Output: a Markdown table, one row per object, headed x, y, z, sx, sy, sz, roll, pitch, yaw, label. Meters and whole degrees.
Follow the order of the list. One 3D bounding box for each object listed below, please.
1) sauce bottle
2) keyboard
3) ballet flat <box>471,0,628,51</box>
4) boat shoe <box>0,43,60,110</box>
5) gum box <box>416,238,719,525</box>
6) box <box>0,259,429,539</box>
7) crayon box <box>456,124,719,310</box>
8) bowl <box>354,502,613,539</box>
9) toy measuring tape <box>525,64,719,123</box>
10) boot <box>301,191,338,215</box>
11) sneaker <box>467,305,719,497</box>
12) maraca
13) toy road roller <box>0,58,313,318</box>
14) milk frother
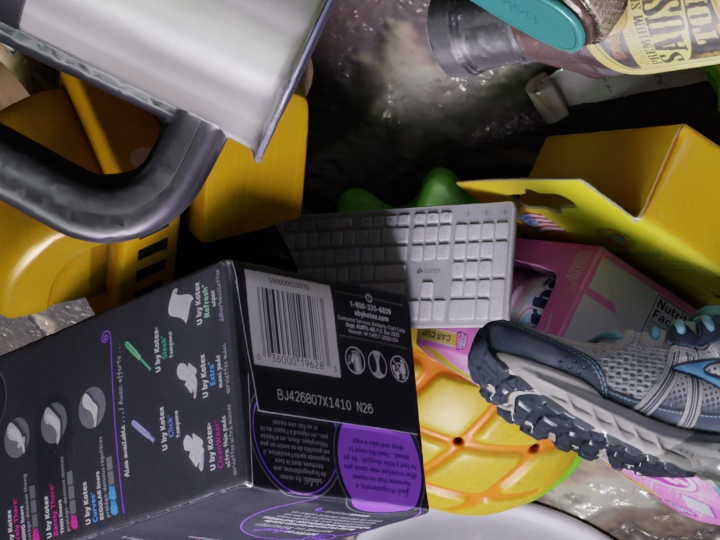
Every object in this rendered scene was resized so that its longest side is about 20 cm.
| x | y | z | sx | sy | sz | roll | pitch | yaw | label |
| --- | --- | --- | --- | --- | --- | --- | --- | --- | --- |
| 0.124 | -0.115 | 1.118 | 0.199 | 0.066 | 0.066 | -9 | 133 | 30 | sauce bottle |
| 0.000 | 0.000 | 1.238 | 0.011 | 0.057 | 0.199 | 18 | 166 | -41 | keyboard |
| 0.027 | -0.157 | 1.101 | 0.199 | 0.076 | 0.068 | 22 | 160 | 16 | ballet flat |
| -0.166 | -0.068 | 1.305 | 0.073 | 0.063 | 0.201 | 5 | 140 | 18 | boat shoe |
| 0.131 | 0.054 | 1.230 | 0.199 | 0.066 | 0.113 | 32 | 168 | -28 | gum box |
| -0.081 | 0.079 | 1.211 | 0.199 | 0.107 | 0.122 | -22 | 156 | 40 | box |
| 0.156 | -0.011 | 1.187 | 0.199 | 0.051 | 0.127 | 31 | 169 | -22 | crayon box |
| 0.079 | 0.226 | 1.527 | 0.200 | 0.091 | 0.202 | 13 | 142 | 10 | bowl |
| 0.159 | -0.071 | 1.151 | 0.199 | 0.074 | 0.074 | -7 | 135 | 30 | toy measuring tape |
| -0.068 | 0.054 | 1.351 | 0.070 | 0.132 | 0.200 | 28 | 142 | -9 | boot |
| 0.141 | 0.049 | 1.126 | 0.199 | 0.087 | 0.078 | 20 | 170 | -16 | sneaker |
| 0.045 | 0.040 | 1.308 | 0.136 | 0.107 | 0.201 | -15 | 119 | 10 | maraca |
| -0.109 | -0.055 | 1.201 | 0.145 | 0.123 | 0.201 | -14 | 143 | -20 | toy road roller |
| -0.105 | -0.127 | 1.081 | 0.187 | 0.200 | 0.181 | 26 | 115 | -3 | milk frother |
